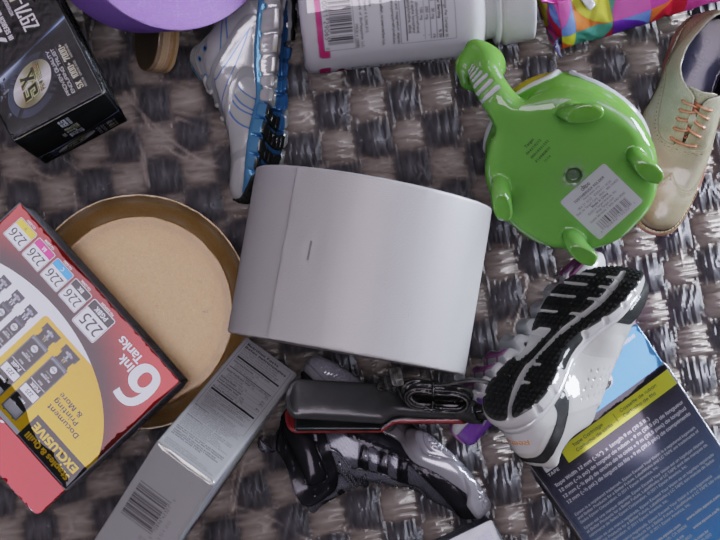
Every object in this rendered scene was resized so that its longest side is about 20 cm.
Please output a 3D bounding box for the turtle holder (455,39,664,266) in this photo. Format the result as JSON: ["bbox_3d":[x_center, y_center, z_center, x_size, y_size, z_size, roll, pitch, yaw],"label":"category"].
[{"bbox_3d":[0.156,-0.103,1.548,0.184,0.132,0.142,13,117,-7],"label":"turtle holder"}]

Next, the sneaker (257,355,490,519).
[{"bbox_3d":[0.008,0.171,1.575,0.199,0.075,0.114,38,88,7],"label":"sneaker"}]

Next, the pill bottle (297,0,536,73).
[{"bbox_3d":[0.046,-0.233,1.574,0.198,0.113,0.115,-6,87,-1],"label":"pill bottle"}]

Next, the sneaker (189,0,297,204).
[{"bbox_3d":[-0.106,-0.158,1.598,0.086,0.075,0.202,3,84,12],"label":"sneaker"}]

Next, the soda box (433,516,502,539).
[{"bbox_3d":[0.034,0.279,1.570,0.199,0.068,0.064,-26,86,-2],"label":"soda box"}]

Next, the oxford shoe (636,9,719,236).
[{"bbox_3d":[0.275,-0.130,1.592,0.070,0.074,0.202,13,87,0],"label":"oxford shoe"}]

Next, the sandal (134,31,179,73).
[{"bbox_3d":[-0.150,-0.277,1.609,0.069,0.077,0.214,3,94,-32],"label":"sandal"}]

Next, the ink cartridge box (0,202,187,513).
[{"bbox_3d":[-0.274,0.078,1.542,0.175,0.084,0.200,-43,89,-2],"label":"ink cartridge box"}]

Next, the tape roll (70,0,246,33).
[{"bbox_3d":[-0.165,-0.296,1.511,0.198,0.065,0.202,-3,95,-34],"label":"tape roll"}]

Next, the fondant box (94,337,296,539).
[{"bbox_3d":[-0.136,0.159,1.487,0.058,0.200,0.145,35,117,3],"label":"fondant box"}]

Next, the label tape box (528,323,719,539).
[{"bbox_3d":[0.227,0.165,1.571,0.143,0.066,0.201,-35,93,-2],"label":"label tape box"}]

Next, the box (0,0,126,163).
[{"bbox_3d":[-0.284,-0.204,1.543,0.086,0.164,0.201,-27,89,-2],"label":"box"}]

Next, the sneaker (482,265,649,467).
[{"bbox_3d":[0.172,0.076,1.508,0.200,0.073,0.080,-47,126,-27],"label":"sneaker"}]

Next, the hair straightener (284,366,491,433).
[{"bbox_3d":[0.036,0.110,1.504,0.198,0.077,0.041,6,65,3],"label":"hair straightener"}]

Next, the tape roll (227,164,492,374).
[{"bbox_3d":[0.000,0.000,1.518,0.200,0.203,0.141,11,86,0],"label":"tape roll"}]

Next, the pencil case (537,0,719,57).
[{"bbox_3d":[0.243,-0.251,1.592,0.198,0.088,0.089,-18,87,-3],"label":"pencil case"}]

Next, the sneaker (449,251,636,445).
[{"bbox_3d":[0.160,0.081,1.581,0.088,0.080,0.200,44,86,-6],"label":"sneaker"}]

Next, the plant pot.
[{"bbox_3d":[-0.191,0.036,1.600,0.198,0.027,0.202,0,87,0],"label":"plant pot"}]
